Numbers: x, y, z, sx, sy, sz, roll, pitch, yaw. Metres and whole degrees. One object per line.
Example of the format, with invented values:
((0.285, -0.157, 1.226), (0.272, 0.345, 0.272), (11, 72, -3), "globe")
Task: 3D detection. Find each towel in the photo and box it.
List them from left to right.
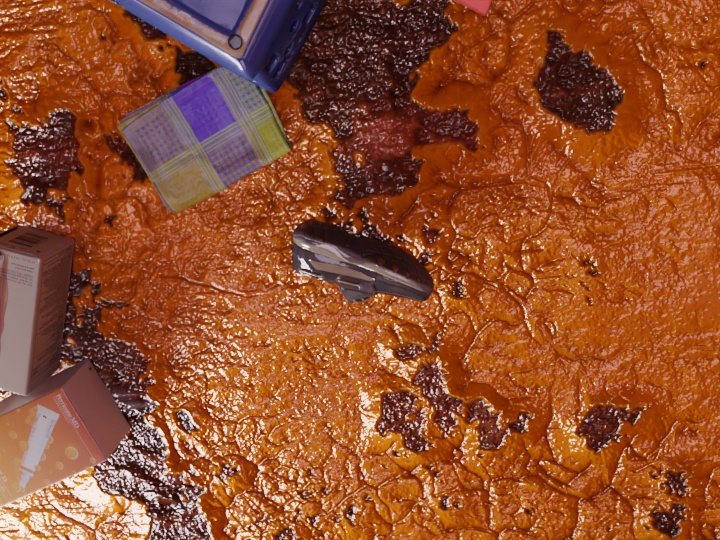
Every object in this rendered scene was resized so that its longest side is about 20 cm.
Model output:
((-0.202, -0.174, 1.087), (0.198, 0.023, 0.145), (-24, 103, 13), "towel")

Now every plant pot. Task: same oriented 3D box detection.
((-0.146, -0.333, 0.938), (0.198, 0.180, 0.202), (30, 103, -3), "plant pot")

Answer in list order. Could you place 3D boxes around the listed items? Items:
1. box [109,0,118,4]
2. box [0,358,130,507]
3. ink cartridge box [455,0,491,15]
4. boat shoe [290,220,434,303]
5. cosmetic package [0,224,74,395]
((-0.310, -0.445, 0.962), (0.195, 0.118, 0.202), (29, 107, -4), "box")
((-0.457, 0.234, 1.203), (0.198, 0.098, 0.126), (-25, 103, 13), "box")
((0.143, -0.409, 0.953), (0.108, 0.050, 0.202), (25, 108, -2), "ink cartridge box")
((0.000, 0.000, 1.103), (0.198, 0.075, 0.074), (23, 119, 8), "boat shoe")
((-0.462, 0.052, 1.144), (0.086, 0.103, 0.203), (14, 107, 3), "cosmetic package")
